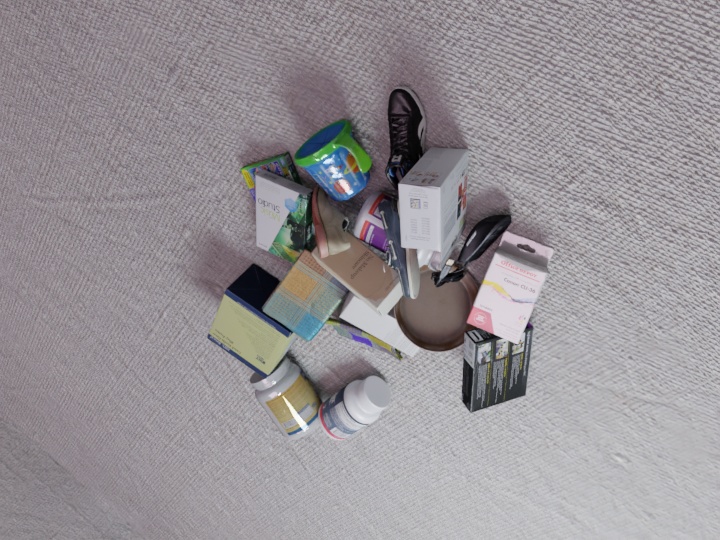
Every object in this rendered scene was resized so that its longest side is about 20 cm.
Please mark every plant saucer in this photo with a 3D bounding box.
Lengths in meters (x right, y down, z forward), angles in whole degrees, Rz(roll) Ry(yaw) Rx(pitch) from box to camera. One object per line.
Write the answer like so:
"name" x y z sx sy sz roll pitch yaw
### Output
"plant saucer" 0.170 0.078 1.356 0.198 0.032 0.203 0 85 -5

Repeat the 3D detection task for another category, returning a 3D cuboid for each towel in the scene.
"towel" 0.010 0.168 1.509 0.198 0.023 0.144 21 168 17
"towel" -0.125 0.061 1.451 0.146 0.022 0.200 36 113 -5

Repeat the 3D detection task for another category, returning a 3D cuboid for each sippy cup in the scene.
"sippy cup" -0.050 -0.223 1.291 0.139 0.178 0.131 -31 117 8

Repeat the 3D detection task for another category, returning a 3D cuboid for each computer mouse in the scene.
"computer mouse" 0.216 -0.047 1.257 0.046 0.140 0.200 50 126 20

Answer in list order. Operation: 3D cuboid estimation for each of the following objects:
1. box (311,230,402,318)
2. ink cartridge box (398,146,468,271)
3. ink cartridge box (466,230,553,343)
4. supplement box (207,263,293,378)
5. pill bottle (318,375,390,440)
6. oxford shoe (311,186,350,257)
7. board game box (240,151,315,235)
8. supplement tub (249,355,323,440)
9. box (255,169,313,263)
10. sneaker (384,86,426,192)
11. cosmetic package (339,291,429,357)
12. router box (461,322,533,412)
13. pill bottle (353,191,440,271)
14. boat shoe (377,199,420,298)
"box" 0.000 0.000 1.324 0.200 0.095 0.078 38 173 21
"ink cartridge box" 0.147 -0.124 1.199 0.083 0.200 0.177 8 122 22
"ink cartridge box" 0.309 0.032 1.262 0.116 0.067 0.202 22 105 12
"supplement box" -0.264 0.134 1.610 0.199 0.134 0.201 34 128 4
"pill bottle" -0.013 0.362 1.636 0.120 0.120 0.200 45 128 -5
"oxford shoe" -0.064 -0.106 1.308 0.073 0.201 0.071 -8 140 -4
"board game box" -0.187 -0.168 1.452 0.133 0.029 0.201 -10 114 31
"supplement tub" -0.203 0.351 1.707 0.144 0.145 0.201 -21 108 35
"box" -0.178 -0.118 1.424 0.143 0.036 0.201 24 132 22
"sneaker" 0.085 -0.251 1.209 0.072 0.112 0.202 0 119 25
"cosmetic package" 0.064 0.097 1.419 0.199 0.108 0.085 29 130 -5
"router box" 0.304 0.212 1.373 0.148 0.051 0.202 -13 122 -16
"pill bottle" 0.091 -0.079 1.313 0.199 0.113 0.113 29 128 8
"boat shoe" 0.076 -0.041 1.227 0.061 0.075 0.202 -8 101 17
